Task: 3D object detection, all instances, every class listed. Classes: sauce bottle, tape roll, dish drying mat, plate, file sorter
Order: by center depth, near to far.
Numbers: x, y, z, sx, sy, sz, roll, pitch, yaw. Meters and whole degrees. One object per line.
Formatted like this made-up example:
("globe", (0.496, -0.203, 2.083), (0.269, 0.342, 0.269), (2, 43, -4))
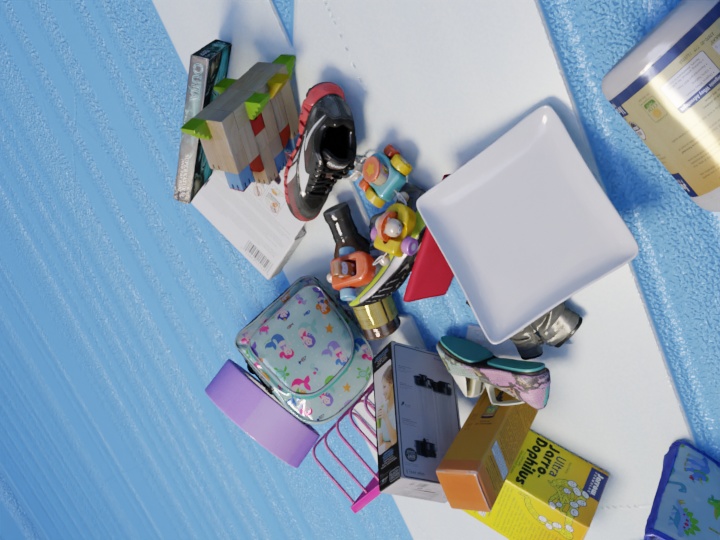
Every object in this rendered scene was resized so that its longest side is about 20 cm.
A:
("plate", (0.188, -0.051, 0.849), (0.198, 0.032, 0.203), (-35, 72, 23))
("dish drying mat", (0.111, -0.042, 0.968), (0.018, 0.075, 0.203), (54, 142, 38))
("sauce bottle", (0.000, 0.000, 1.079), (0.063, 0.064, 0.205), (-7, 110, 39))
("file sorter", (0.030, 0.258, 1.163), (0.125, 0.139, 0.201), (44, 134, 6))
("tape roll", (-0.160, 0.233, 1.201), (0.199, 0.066, 0.200), (39, 171, 7))

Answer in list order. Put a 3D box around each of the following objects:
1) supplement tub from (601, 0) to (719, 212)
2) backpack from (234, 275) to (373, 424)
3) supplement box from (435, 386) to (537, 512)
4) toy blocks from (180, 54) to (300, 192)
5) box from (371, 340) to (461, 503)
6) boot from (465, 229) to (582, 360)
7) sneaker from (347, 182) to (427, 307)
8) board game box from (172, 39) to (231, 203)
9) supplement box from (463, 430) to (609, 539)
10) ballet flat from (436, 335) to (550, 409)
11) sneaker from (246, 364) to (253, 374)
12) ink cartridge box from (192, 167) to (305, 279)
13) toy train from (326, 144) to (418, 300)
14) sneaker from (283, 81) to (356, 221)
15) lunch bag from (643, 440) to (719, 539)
("supplement tub", (0.337, -0.149, 0.679), (0.201, 0.144, 0.144), (49, 134, 1))
("backpack", (-0.076, 0.129, 1.124), (0.201, 0.177, 0.151), (50, 170, -1))
("supplement box", (0.176, 0.229, 0.992), (0.065, 0.200, 0.070), (-10, 116, 39))
("toy blocks", (-0.145, -0.183, 0.999), (0.098, 0.201, 0.139), (13, 136, 28))
("box", (0.082, 0.213, 1.038), (0.114, 0.205, 0.060), (16, 142, -26))
("boot", (0.237, 0.026, 0.931), (0.130, 0.068, 0.200), (39, 134, -6))
("sneaker", (0.039, -0.033, 1.011), (0.081, 0.073, 0.202), (45, 110, 22))
("board game box", (-0.224, -0.213, 1.041), (0.027, 0.136, 0.205), (13, 115, -3))
("supplement box", (0.239, 0.314, 1.061), (0.197, 0.109, 0.112), (26, 130, 20))
("ballet flat", (0.175, 0.144, 1.001), (0.198, 0.068, 0.073), (13, 108, 51))
("sneaker", (-0.113, 0.196, 1.264), (0.196, 0.090, 0.080), (26, 130, 21))
("ink cartridge box", (-0.164, -0.118, 1.145), (0.200, 0.043, 0.175), (43, 119, 7))
("toy train", (0.003, -0.070, 0.964), (0.147, 0.055, 0.206), (-11, 72, 36))
("sneaker", (-0.054, -0.144, 0.997), (0.098, 0.069, 0.204), (53, 136, 43))
("lunch bag", (0.429, 0.336, 0.890), (0.201, 0.170, 0.127), (49, 133, -1))
